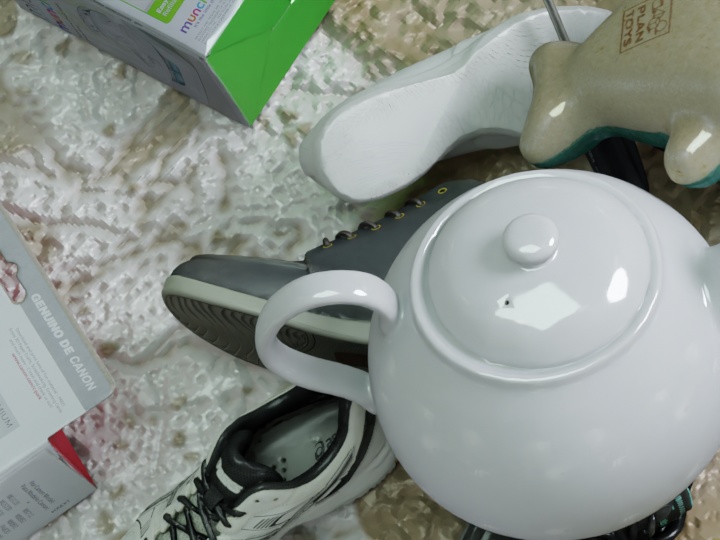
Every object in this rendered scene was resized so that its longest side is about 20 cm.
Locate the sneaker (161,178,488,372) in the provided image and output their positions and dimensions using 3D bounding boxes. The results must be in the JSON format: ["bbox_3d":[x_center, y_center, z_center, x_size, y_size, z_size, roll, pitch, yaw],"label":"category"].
[{"bbox_3d":[0.000,0.000,1.510,0.199,0.075,0.107,11,66,9],"label":"sneaker"}]

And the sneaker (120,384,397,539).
[{"bbox_3d":[-0.070,0.117,1.464,0.200,0.088,0.076,-42,66,-4],"label":"sneaker"}]

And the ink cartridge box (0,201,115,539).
[{"bbox_3d":[-0.235,0.055,1.534,0.175,0.084,0.200,-34,64,-1],"label":"ink cartridge box"}]

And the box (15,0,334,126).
[{"bbox_3d":[-0.091,-0.215,1.604,0.176,0.097,0.200,27,77,24],"label":"box"}]

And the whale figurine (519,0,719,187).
[{"bbox_3d":[0.177,-0.097,1.413,0.199,0.104,0.160,-19,46,31],"label":"whale figurine"}]

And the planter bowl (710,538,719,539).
[{"bbox_3d":[0.182,0.212,1.359,0.199,0.083,0.201,-6,67,13],"label":"planter bowl"}]

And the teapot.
[{"bbox_3d":[0.085,0.023,1.358,0.197,0.146,0.200,33,71,29],"label":"teapot"}]

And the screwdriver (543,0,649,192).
[{"bbox_3d":[0.106,-0.124,1.486,0.028,0.029,0.201,-21,105,12],"label":"screwdriver"}]

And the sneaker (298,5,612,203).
[{"bbox_3d":[0.058,-0.095,1.534,0.199,0.088,0.076,-18,100,-13],"label":"sneaker"}]

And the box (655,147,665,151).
[{"bbox_3d":[0.255,-0.100,1.475,0.200,0.079,0.141,27,75,23],"label":"box"}]

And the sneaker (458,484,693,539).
[{"bbox_3d":[0.116,0.117,1.422,0.079,0.075,0.200,34,80,22],"label":"sneaker"}]
